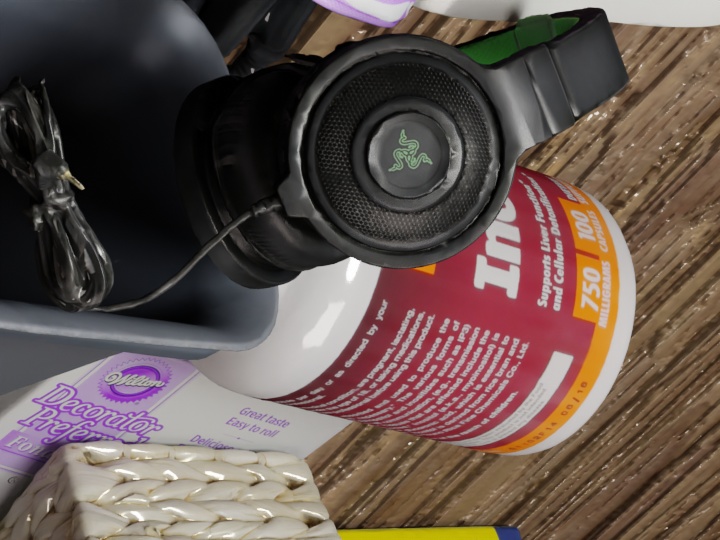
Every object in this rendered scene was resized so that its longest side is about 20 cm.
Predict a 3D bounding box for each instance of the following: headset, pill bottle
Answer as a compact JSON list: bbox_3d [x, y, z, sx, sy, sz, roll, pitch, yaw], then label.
[{"bbox_3d":[-0.014,-0.044,0.796,0.199,0.094,0.123,-29,-169,-33],"label":"headset"},{"bbox_3d":[0.000,0.000,1.026,0.199,0.113,0.113,15,135,-40],"label":"pill bottle"}]

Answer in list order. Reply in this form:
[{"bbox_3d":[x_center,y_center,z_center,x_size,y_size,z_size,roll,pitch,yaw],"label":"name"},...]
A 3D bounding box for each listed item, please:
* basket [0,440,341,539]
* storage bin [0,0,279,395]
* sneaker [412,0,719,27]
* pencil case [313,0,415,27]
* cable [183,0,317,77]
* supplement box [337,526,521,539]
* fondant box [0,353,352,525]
[{"bbox_3d":[-0.094,0.170,1.114,0.135,0.124,0.200,6,141,-34],"label":"basket"},{"bbox_3d":[-0.145,-0.027,0.827,0.134,0.146,0.200,-24,161,31],"label":"storage bin"},{"bbox_3d":[0.086,-0.140,0.898,0.200,0.075,0.105,-7,122,-46],"label":"sneaker"},{"bbox_3d":[0.032,-0.165,0.775,0.201,0.084,0.085,-57,171,16],"label":"pencil case"},{"bbox_3d":[-0.065,-0.141,0.862,0.162,0.051,0.200,13,133,-27],"label":"cable"},{"bbox_3d":[-0.016,0.197,1.306,0.199,0.109,0.110,2,142,-26],"label":"supplement box"},{"bbox_3d":[-0.123,0.075,1.127,0.200,0.058,0.144,-39,141,27],"label":"fondant box"}]
